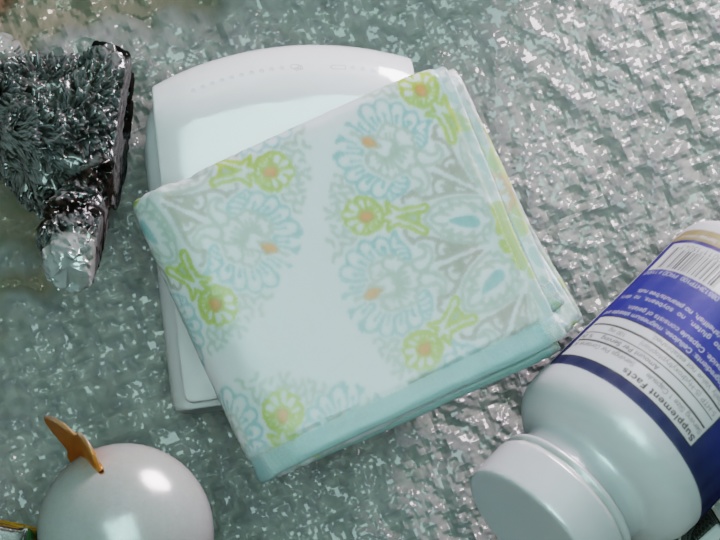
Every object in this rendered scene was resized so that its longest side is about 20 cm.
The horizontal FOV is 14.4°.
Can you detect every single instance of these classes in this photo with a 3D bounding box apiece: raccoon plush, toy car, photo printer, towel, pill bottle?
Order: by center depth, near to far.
[{"bbox_3d":[-0.116,0.166,1.532,0.184,0.177,0.200,-26,83,-14],"label":"toy car"},{"bbox_3d":[0.000,0.000,1.549,0.200,0.048,0.172,-24,84,-7],"label":"towel"},{"bbox_3d":[0.159,0.078,1.552,0.120,0.120,0.200,46,69,4],"label":"pill bottle"},{"bbox_3d":[-0.199,-0.073,1.563,0.134,0.200,0.097,6,116,0],"label":"raccoon plush"},{"bbox_3d":[-0.035,-0.027,1.608,0.166,0.069,0.201,-6,84,-2],"label":"photo printer"}]

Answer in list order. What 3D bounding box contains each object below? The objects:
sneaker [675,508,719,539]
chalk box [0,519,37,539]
[{"bbox_3d":[0.115,0.183,1.586,0.200,0.080,0.086,-37,75,-11],"label":"sneaker"},{"bbox_3d":[-0.253,0.227,1.548,0.124,0.124,0.201,12,84,-1],"label":"chalk box"}]
